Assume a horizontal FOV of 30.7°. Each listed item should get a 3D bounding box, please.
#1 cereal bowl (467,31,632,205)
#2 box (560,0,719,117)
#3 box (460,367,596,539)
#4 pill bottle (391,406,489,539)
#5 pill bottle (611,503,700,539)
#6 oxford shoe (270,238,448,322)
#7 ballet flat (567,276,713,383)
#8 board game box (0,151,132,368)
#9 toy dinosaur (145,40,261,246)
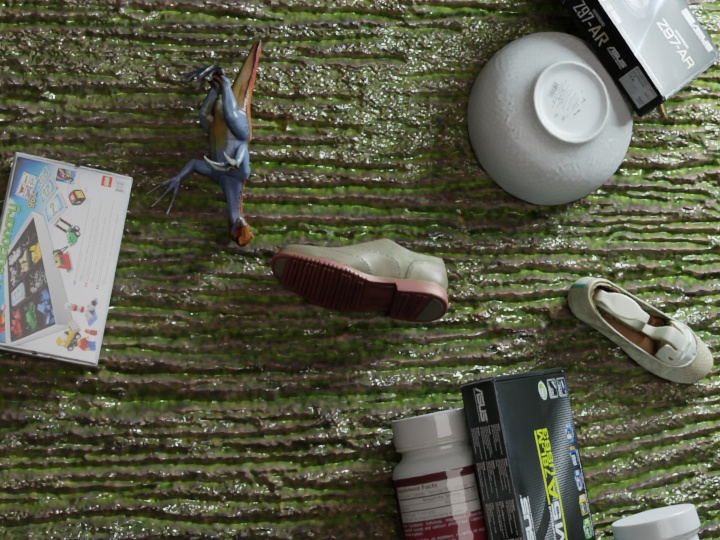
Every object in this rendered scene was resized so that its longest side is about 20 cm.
[{"bbox_3d":[0.226,-0.180,1.499,0.197,0.083,0.204,2,81,-14],"label":"cereal bowl"},{"bbox_3d":[0.319,-0.296,1.528,0.160,0.043,0.201,-34,90,-43],"label":"box"},{"bbox_3d":[0.180,0.208,1.382,0.047,0.192,0.203,-13,82,27],"label":"box"},{"bbox_3d":[0.095,0.250,1.378,0.112,0.114,0.203,-8,83,-15],"label":"pill bottle"},{"bbox_3d":[0.342,0.364,1.422,0.114,0.116,0.203,-13,84,-16],"label":"pill bottle"},{"bbox_3d":[0.000,0.000,1.431,0.197,0.071,0.076,15,51,-10],"label":"oxford shoe"},{"bbox_3d":[0.325,0.070,1.493,0.198,0.062,0.068,27,76,-9],"label":"ballet flat"},{"bbox_3d":[-0.315,-0.010,1.357,0.124,0.035,0.203,12,78,-13],"label":"board game box"},{"bbox_3d":[-0.130,-0.127,1.401,0.199,0.104,0.184,-32,110,-29],"label":"toy dinosaur"}]
